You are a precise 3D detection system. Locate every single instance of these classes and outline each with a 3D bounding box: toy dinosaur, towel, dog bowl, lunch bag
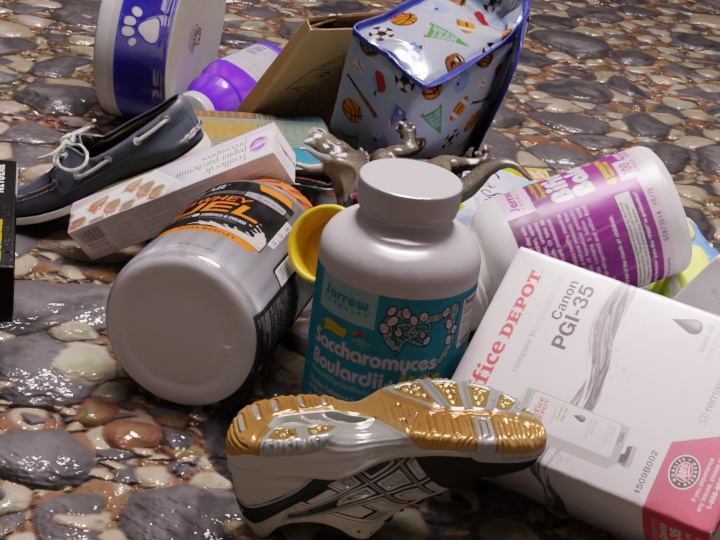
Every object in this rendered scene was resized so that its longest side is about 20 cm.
[{"bbox_3d":[0.048,-0.073,1.226,0.199,0.077,0.102,20,43,25],"label":"toy dinosaur"},{"bbox_3d":[-0.095,-0.116,1.360,0.146,0.022,0.200,3,19,-9],"label":"towel"},{"bbox_3d":[-0.209,-0.255,1.528,0.078,0.201,0.200,14,25,7],"label":"dog bowl"},{"bbox_3d":[0.080,-0.185,1.438,0.124,0.170,0.200,42,51,19],"label":"lunch bag"}]

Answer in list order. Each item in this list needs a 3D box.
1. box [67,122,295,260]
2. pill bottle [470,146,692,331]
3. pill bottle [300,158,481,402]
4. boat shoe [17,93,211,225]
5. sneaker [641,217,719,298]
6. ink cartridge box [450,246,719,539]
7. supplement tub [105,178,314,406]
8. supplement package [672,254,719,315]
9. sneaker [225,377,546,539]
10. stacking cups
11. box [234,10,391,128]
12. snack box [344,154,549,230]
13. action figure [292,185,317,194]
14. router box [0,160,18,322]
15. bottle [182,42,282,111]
[{"bbox_3d":[-0.150,-0.064,1.203,0.199,0.041,0.039,-20,43,18],"label":"box"},{"bbox_3d":[0.159,-0.020,1.184,0.199,0.113,0.112,-20,28,-1],"label":"pill bottle"},{"bbox_3d":[0.021,0.029,0.987,0.110,0.201,0.111,6,25,-3],"label":"pill bottle"},{"bbox_3d":[-0.230,-0.096,1.259,0.199,0.062,0.075,-18,27,14],"label":"boat shoe"},{"bbox_3d":[0.302,0.021,1.259,0.105,0.076,0.200,21,33,-1],"label":"sneaker"},{"bbox_3d":[0.167,0.090,0.961,0.199,0.083,0.147,20,69,24],"label":"ink cartridge box"},{"bbox_3d":[-0.101,0.007,1.092,0.122,0.123,0.200,13,25,10],"label":"supplement tub"},{"bbox_3d":[0.327,0.046,1.098,0.200,0.117,0.117,-16,63,-40],"label":"supplement package"},{"bbox_3d":[0.017,0.123,0.912,0.199,0.088,0.076,-2,25,-2],"label":"sneaker"},{"bbox_3d":[0.000,0.000,1.130,0.060,0.061,0.200,16,-6,17],"label":"stacking cups"},{"bbox_3d":[-0.039,-0.195,1.480,0.163,0.200,0.021,-13,69,-41],"label":"box"},{"bbox_3d":[0.084,-0.043,1.319,0.199,0.068,0.169,5,25,-7],"label":"snack box"},{"bbox_3d":[-0.122,-0.074,1.340,0.199,0.055,0.118,-10,28,-31],"label":"action figure"},{"bbox_3d":[-0.336,-0.028,1.092,0.149,0.051,0.200,1,26,-14],"label":"router box"},{"bbox_3d":[-0.134,-0.190,1.561,0.083,0.065,0.200,38,31,7],"label":"bottle"}]
